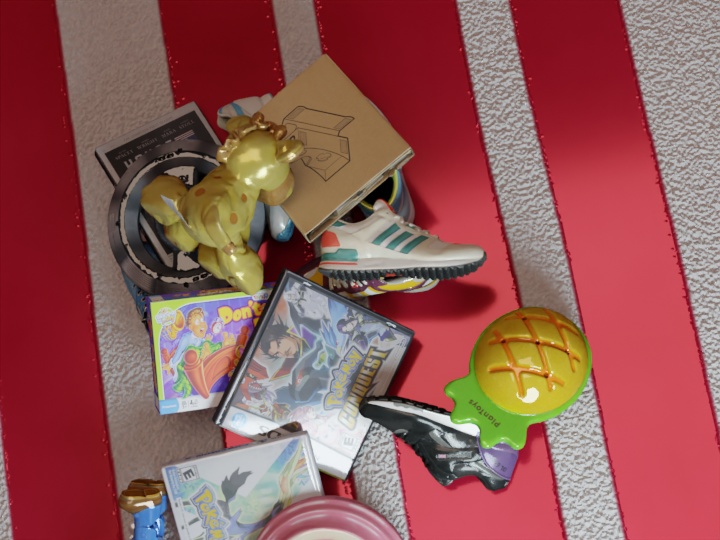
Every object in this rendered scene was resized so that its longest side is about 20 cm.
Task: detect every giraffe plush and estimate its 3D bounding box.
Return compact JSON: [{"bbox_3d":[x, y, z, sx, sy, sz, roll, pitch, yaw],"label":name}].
[{"bbox_3d":[-0.143,-0.096,1.575,0.172,0.200,0.163,36,75,14],"label":"giraffe plush"}]

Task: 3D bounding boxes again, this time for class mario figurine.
[{"bbox_3d":[-0.272,0.354,1.634,0.105,0.123,0.203,3,96,39],"label":"mario figurine"}]

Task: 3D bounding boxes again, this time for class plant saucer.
[{"bbox_3d":[-0.037,0.365,1.599,0.198,0.051,0.203,1,96,5],"label":"plant saucer"}]

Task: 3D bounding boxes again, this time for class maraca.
[{"bbox_3d":[0.185,0.123,1.609,0.137,0.107,0.200,35,62,21],"label":"maraca"}]

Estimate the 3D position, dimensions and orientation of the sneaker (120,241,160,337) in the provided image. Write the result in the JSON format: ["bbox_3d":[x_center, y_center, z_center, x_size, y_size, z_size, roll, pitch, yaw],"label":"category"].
[{"bbox_3d":[-0.241,0.043,1.716,0.078,0.090,0.201,-35,74,2],"label":"sneaker"}]

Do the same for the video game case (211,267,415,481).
[{"bbox_3d":[-0.055,0.126,1.646,0.179,0.025,0.202,26,90,-15],"label":"video game case"}]

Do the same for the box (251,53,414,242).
[{"bbox_3d":[-0.051,-0.148,1.652,0.163,0.021,0.200,-40,55,0],"label":"box"}]

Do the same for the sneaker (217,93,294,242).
[{"bbox_3d":[-0.128,-0.124,1.741,0.080,0.077,0.202,-11,66,-8],"label":"sneaker"}]

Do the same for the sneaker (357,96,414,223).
[{"bbox_3d":[0.009,-0.148,1.700,0.079,0.131,0.202,-25,74,4],"label":"sneaker"}]

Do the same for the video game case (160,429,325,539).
[{"bbox_3d":[-0.125,0.305,1.635,0.180,0.022,0.202,-13,99,6],"label":"video game case"}]

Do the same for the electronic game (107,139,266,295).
[{"bbox_3d":[-0.213,-0.062,1.691,0.197,0.042,0.203,-1,79,6],"label":"electronic game"}]

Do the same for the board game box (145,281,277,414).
[{"bbox_3d":[-0.151,0.089,1.654,0.197,0.045,0.136,-7,100,-15],"label":"board game box"}]

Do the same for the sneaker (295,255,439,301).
[{"bbox_3d":[0.000,0.000,1.688,0.198,0.090,0.076,-14,75,5],"label":"sneaker"}]

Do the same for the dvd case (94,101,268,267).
[{"bbox_3d":[-0.226,-0.105,1.758,0.149,0.025,0.201,-28,74,-20],"label":"dvd case"}]

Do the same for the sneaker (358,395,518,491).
[{"bbox_3d":[0.088,0.206,1.624,0.198,0.076,0.089,15,89,0],"label":"sneaker"}]

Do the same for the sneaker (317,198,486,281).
[{"bbox_3d":[0.048,-0.039,1.609,0.197,0.070,0.095,-2,79,6],"label":"sneaker"}]
